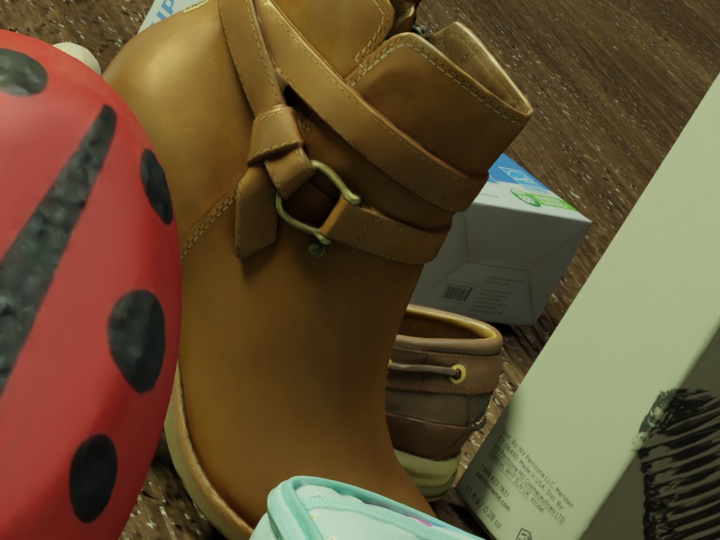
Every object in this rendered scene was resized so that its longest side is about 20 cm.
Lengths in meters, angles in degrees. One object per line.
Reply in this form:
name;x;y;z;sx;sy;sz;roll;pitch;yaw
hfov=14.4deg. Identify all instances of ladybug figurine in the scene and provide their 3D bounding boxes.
ladybug figurine;-0.100;0.019;0.652;0.136;0.072;0.200;36;55;-23

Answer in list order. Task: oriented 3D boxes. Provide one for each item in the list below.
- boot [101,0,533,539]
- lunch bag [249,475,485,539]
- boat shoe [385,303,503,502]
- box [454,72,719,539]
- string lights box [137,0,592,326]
boot;0.000;0.000;0.878;0.200;0.155;0.077;51;20;5
lunch bag;0.051;0.130;0.761;0.200;0.077;0.160;24;17;-22
boat shoe;-0.040;0.013;0.975;0.200;0.068;0.072;24;17;-24
box;0.125;0.024;0.996;0.082;0.200;0.068;18;20;-38
string lights box;-0.005;-0.055;1.269;0.200;0.059;0.103;41;20;33
